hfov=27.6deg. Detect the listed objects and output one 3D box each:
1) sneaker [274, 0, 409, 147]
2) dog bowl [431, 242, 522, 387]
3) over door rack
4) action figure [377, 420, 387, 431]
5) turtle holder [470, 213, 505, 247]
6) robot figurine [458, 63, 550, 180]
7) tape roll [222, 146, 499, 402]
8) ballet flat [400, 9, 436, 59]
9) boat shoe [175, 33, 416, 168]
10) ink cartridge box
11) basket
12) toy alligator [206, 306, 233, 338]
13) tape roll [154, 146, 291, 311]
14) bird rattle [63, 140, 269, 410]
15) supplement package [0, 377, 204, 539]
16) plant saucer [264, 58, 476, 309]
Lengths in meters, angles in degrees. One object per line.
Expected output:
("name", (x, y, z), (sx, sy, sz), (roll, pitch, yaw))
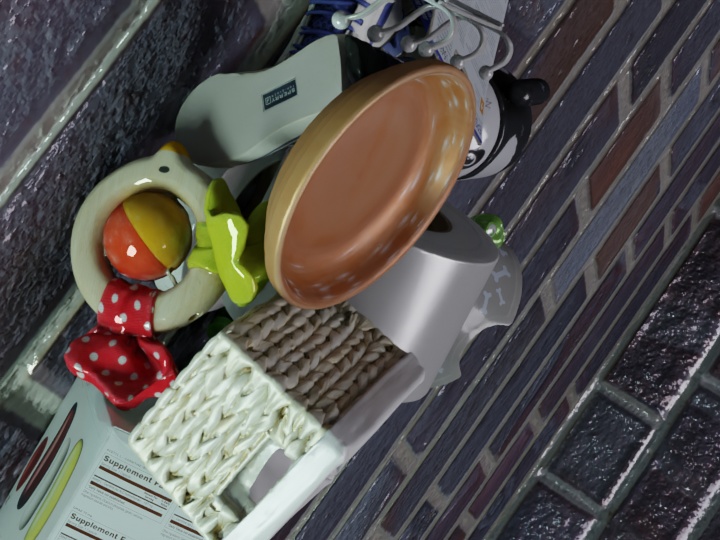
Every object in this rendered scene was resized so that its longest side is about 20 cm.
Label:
("sneaker", (-0.025, -0.199, 1.195), (0.200, 0.080, 0.115), (-52, 157, -36))
("dog bowl", (0.082, 0.031, 1.636), (0.059, 0.200, 0.200), (41, 80, -39))
("over door rack", (0.008, -0.211, 1.072), (0.067, 0.200, 0.148), (-51, 164, 15))
("action figure", (-0.083, 0.150, 1.376), (0.200, 0.102, 0.119), (-26, -177, -6))
("turtle holder", (0.054, -0.006, 1.507), (0.132, 0.185, 0.141), (-3, 107, -67))
("robot figurine", (0.101, -0.150, 1.478), (0.151, 0.125, 0.200), (-62, 162, 16))
("tape roll", (0.000, 0.000, 1.247), (0.139, 0.202, 0.203), (-62, 160, 17))
("ballet flat", (0.039, -0.150, 1.348), (0.071, 0.071, 0.201), (50, 52, -70))
("boat shoe", (-0.044, -0.118, 1.096), (0.093, 0.200, 0.075), (6, 77, -46))
("ink cartridge box", (0.085, -0.242, 1.294), (0.200, 0.040, 0.200), (53, 45, -62))
("basket", (-0.058, 0.101, 1.060), (0.136, 0.123, 0.200), (-48, 174, 22))
("toy alligator", (-0.083, 0.041, 1.349), (0.059, 0.054, 0.200), (-29, -179, 45))
("tape roll", (-0.103, -0.056, 1.269), (0.203, 0.037, 0.203), (-48, 159, -24))
("bird rattle", (-0.145, 0.000, 1.071), (0.200, 0.163, 0.113), (-39, 159, 17))
("supplement package", (-0.193, 0.204, 1.168), (0.200, 0.147, 0.191), (-59, -160, 5))
("plant saucer", (0.002, -0.064, 1.024), (0.200, 0.037, 0.200), (-39, 151, -26))
